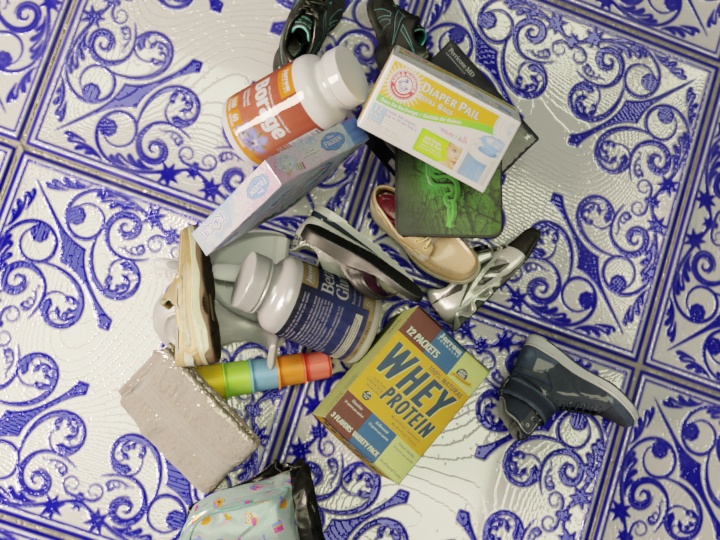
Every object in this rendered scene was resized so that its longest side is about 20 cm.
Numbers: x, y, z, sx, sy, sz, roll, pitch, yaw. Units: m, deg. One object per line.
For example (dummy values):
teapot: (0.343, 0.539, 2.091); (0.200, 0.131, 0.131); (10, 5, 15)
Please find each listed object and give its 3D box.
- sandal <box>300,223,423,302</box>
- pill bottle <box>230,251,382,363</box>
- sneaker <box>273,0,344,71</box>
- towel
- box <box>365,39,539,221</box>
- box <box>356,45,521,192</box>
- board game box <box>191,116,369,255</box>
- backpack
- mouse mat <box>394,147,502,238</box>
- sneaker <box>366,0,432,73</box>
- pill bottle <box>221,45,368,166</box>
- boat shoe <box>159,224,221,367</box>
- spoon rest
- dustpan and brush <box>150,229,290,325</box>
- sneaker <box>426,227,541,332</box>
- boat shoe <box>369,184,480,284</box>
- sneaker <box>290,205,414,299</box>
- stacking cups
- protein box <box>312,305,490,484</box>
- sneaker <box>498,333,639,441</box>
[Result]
sandal: (0.000, 0.000, 1.525); (0.199, 0.075, 0.048); (30, 105, 15)
pill bottle: (-0.078, 0.048, 1.529); (0.198, 0.111, 0.112); (23, 81, -20)
sneaker: (-0.070, -0.374, 1.607); (0.074, 0.079, 0.202); (19, 80, -4)
towel: (-0.244, 0.209, 1.517); (0.200, 0.034, 0.132); (46, 118, -1)
box: (0.128, -0.200, 1.610); (0.182, 0.104, 0.200); (-42, 91, -8)
box: (0.108, -0.211, 1.481); (0.198, 0.102, 0.113); (26, 109, -3)
board game box: (-0.110, -0.117, 1.481); (0.044, 0.200, 0.199); (53, 43, 1)
backpack: (-0.152, 0.363, 1.502); (0.197, 0.127, 0.169); (-11, 89, -6)
mouse mat: (0.127, -0.147, 1.549); (0.158, 0.008, 0.203); (1, 84, -7)
sneaker: (0.060, -0.347, 1.593); (0.078, 0.076, 0.202); (-23, 47, 16)
pill bottle: (-0.092, -0.237, 1.536); (0.198, 0.112, 0.113); (-24, 87, 27)
boat shoe: (-0.242, 0.034, 1.490); (0.075, 0.072, 0.203); (-11, 67, 6)
spoon rest: (-0.206, 0.088, 1.544); (0.197, 0.061, 0.101); (16, 113, 11)
dustpan and brush: (-0.204, 0.003, 1.565); (0.197, 0.057, 0.142); (6, 83, -7)
sneaker: (0.182, -0.008, 1.611); (0.200, 0.074, 0.089); (-43, 86, -6)
boat shoe: (0.089, -0.055, 1.579); (0.199, 0.069, 0.074); (36, 80, 17)
sneaker: (-0.007, -0.010, 1.590); (0.199, 0.076, 0.081); (35, 80, 8)
stacking cups: (-0.140, 0.155, 1.563); (0.197, 0.060, 0.061); (-5, 85, -11)
protein box: (0.051, 0.173, 1.511); (0.135, 0.200, 0.199); (41, 80, -1)
sneaker: (0.299, 0.210, 1.596); (0.201, 0.077, 0.147); (33, 69, 6)
